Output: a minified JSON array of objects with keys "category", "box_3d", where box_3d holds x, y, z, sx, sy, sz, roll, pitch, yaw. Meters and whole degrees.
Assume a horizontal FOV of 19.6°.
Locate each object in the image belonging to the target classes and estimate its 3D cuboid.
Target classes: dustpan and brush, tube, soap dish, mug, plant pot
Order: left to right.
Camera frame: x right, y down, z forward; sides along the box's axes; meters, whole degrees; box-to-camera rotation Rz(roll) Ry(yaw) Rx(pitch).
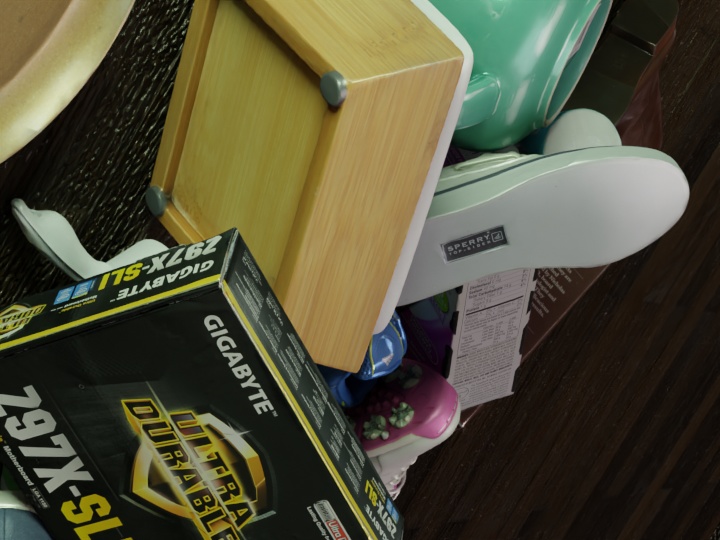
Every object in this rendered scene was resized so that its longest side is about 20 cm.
[{"category":"plant pot","box_3d":[-0.158,-0.124,0.868,0.200,0.027,0.201,-44,156,-25]},{"category":"dustpan and brush","box_3d":[-0.112,0.016,1.074,0.057,0.139,0.201,-40,133,-11]},{"category":"soap dish","box_3d":[-0.032,-0.068,1.057,0.081,0.157,0.201,-13,136,-36]},{"category":"mug","box_3d":[0.066,-0.131,1.162,0.186,0.114,0.152,-61,170,-14]},{"category":"tube","box_3d":[0.102,-0.074,1.308,0.200,0.077,0.051,-169,-102,-74]}]

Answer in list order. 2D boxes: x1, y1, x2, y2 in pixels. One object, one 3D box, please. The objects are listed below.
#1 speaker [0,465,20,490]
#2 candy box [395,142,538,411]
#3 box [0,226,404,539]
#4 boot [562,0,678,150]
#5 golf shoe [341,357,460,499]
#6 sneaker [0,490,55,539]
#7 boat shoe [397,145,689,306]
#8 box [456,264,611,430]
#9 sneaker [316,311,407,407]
[{"category":"speaker","box_3d":[-0.157,0.175,1.182,0.088,0.088,0.202,-36,140,-40]},{"category":"candy box","box_3d":[0.053,-0.022,1.301,0.060,0.137,0.201,-17,144,-18]},{"category":"box","box_3d":[-0.090,0.089,1.039,0.050,0.158,0.201,-76,144,-53]},{"category":"boot","box_3d":[0.177,-0.098,1.580,0.186,0.064,0.200,-46,161,-19]},{"category":"golf shoe","box_3d":[0.008,0.112,1.352,0.199,0.091,0.076,-18,-140,50]},{"category":"sneaker","box_3d":[-0.184,0.213,1.095,0.074,0.085,0.201,-6,128,-5]},{"category":"boat shoe","box_3d":[0.079,-0.034,1.150,0.198,0.066,0.072,-18,126,3]},{"category":"box","box_3d":[0.093,0.030,1.509,0.200,0.075,0.100,-44,-174,-26]},{"category":"sneaker","box_3d":[0.000,0.000,1.265,0.075,0.105,0.201,-24,144,-37]}]
